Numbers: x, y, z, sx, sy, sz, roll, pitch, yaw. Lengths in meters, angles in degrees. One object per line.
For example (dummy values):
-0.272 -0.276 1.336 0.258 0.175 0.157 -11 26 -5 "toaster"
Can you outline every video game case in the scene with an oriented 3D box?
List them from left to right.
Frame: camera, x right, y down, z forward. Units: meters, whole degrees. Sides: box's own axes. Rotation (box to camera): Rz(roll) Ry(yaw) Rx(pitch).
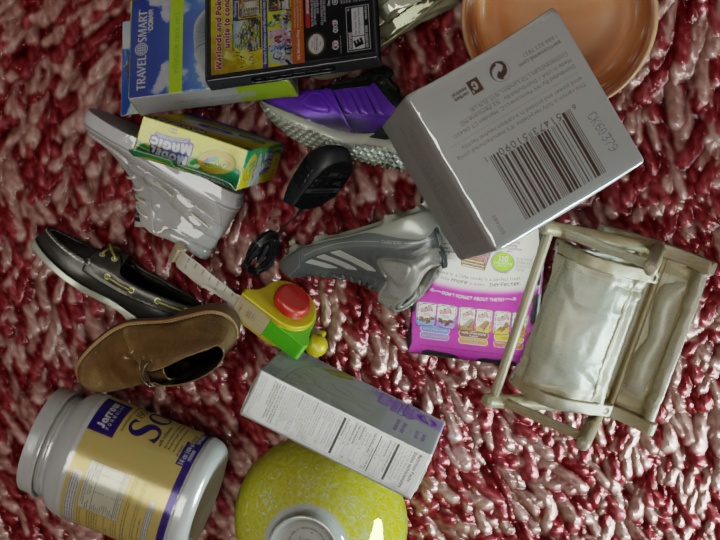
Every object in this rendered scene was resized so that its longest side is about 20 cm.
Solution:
-0.072 -0.290 1.500 0.180 0.026 0.200 -7 67 10 "video game case"

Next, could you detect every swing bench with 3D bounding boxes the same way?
0.247 0.063 1.478 0.130 0.200 0.199 24 102 29 "swing bench"

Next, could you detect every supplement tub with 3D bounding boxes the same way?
-0.262 0.222 1.602 0.200 0.145 0.146 21 102 5 "supplement tub"

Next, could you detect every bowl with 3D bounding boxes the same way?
-0.054 0.292 1.598 0.200 0.108 0.201 2 100 10 "bowl"

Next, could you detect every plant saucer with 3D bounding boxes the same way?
0.204 -0.263 1.485 0.200 0.037 0.201 3 112 7 "plant saucer"

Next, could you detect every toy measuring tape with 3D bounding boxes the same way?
-0.114 0.024 1.583 0.200 0.074 0.074 37 103 1 "toy measuring tape"

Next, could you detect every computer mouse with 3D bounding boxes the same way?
-0.074 -0.067 1.555 0.200 0.059 0.034 -49 61 32 "computer mouse"

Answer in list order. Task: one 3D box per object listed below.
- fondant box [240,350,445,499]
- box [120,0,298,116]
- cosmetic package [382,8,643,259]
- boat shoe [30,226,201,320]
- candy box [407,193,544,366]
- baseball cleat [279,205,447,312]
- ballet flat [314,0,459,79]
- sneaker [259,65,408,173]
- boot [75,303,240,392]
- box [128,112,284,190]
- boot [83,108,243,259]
-0.015 0.158 1.551 0.200 0.144 0.058 27 101 4 "fondant box"
-0.167 -0.235 1.541 0.200 0.048 0.122 -5 70 11 "box"
0.138 -0.123 1.384 0.165 0.200 0.165 -31 91 -7 "cosmetic package"
-0.269 0.007 1.609 0.201 0.072 0.061 35 106 -5 "boat shoe"
0.128 -0.006 1.543 0.136 0.061 0.200 7 100 9 "candy box"
0.000 0.000 1.526 0.200 0.070 0.107 -19 84 36 "baseball cleat"
0.018 -0.266 1.518 0.200 0.069 0.070 -32 93 13 "ballet flat"
-0.006 -0.174 1.541 0.200 0.070 0.100 18 78 18 "sneaker"
-0.227 0.096 1.561 0.200 0.076 0.074 -19 120 19 "boot"
-0.158 -0.125 1.501 0.117 0.200 0.048 18 102 6 "box"
-0.232 -0.092 1.585 0.200 0.074 0.096 32 103 6 "boot"
